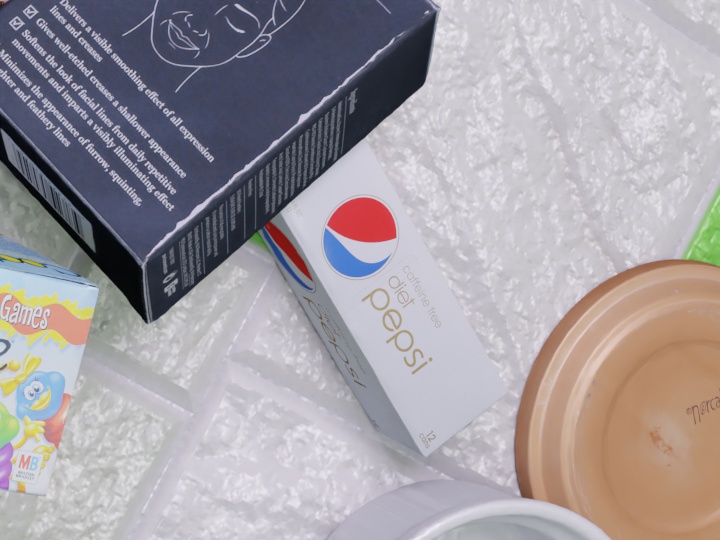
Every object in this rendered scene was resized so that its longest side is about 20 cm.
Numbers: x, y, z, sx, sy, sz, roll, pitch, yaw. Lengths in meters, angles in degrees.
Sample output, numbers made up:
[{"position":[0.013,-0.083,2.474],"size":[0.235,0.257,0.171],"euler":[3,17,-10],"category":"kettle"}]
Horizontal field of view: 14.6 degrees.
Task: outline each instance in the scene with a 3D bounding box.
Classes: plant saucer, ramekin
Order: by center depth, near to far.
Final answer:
[{"position":[0.054,0.215,1.589],"size":[0.199,0.098,0.202],"euler":[-5,103,-24],"category":"ramekin"},{"position":[0.185,0.095,1.666],"size":[0.199,0.032,0.202],"euler":[-6,103,-26],"category":"plant saucer"}]

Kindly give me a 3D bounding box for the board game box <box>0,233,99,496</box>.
[{"position":[-0.217,0.028,1.361],"size":[0.104,0.200,0.104],"euler":[13,95,-27],"category":"board game box"}]

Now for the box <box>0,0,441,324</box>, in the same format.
[{"position":[-0.083,-0.102,1.417],"size":[0.200,0.107,0.149],"euler":[-41,79,-12],"category":"box"}]

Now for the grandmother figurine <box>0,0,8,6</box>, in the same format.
[{"position":[-0.162,-0.222,1.418],"size":[0.121,0.060,0.201],"euler":[19,95,-36],"category":"grandmother figurine"}]

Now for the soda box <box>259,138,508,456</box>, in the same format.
[{"position":[0.000,0.000,1.534],"size":[0.064,0.068,0.201],"euler":[-37,114,-14],"category":"soda box"}]
